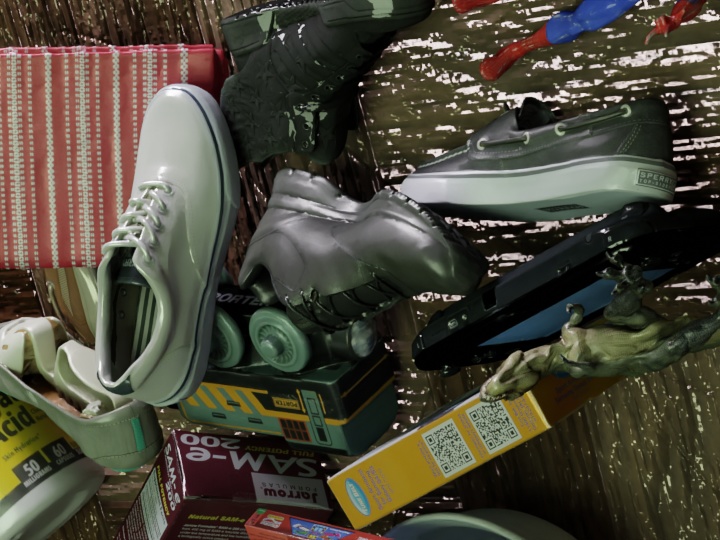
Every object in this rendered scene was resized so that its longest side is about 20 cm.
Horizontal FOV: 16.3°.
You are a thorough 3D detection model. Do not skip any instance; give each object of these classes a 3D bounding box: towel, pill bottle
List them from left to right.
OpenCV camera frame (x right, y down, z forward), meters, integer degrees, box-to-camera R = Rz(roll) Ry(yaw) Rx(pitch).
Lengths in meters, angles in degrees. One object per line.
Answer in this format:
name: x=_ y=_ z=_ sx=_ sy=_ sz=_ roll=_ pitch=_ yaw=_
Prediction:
pill bottle: x=-0.282 y=0.102 z=1.786 sx=0.200 sy=0.111 sz=0.111 roll=49 pitch=132 yaw=10
towel: x=-0.182 y=-0.072 z=1.605 sx=0.199 sy=0.022 sz=0.145 roll=0 pitch=104 yaw=2

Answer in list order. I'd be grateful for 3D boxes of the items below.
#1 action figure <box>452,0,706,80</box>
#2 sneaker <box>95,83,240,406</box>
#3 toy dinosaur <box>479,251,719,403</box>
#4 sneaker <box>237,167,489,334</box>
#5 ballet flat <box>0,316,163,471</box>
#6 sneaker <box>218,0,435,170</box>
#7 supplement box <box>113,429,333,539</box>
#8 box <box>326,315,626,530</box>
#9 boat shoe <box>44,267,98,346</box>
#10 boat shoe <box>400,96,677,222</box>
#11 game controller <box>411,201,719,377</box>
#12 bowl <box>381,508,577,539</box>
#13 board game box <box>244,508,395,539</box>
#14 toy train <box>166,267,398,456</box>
action figure: x=0.125 y=-0.150 z=1.358 sx=0.200 sy=0.099 sz=0.065 roll=-19 pitch=98 yaw=40
sneaker: x=-0.122 y=-0.017 z=1.545 sx=0.073 sy=0.071 sz=0.201 roll=1 pitch=87 yaw=31
toy dinosaur: x=0.161 y=0.032 z=1.357 sx=0.088 sy=0.199 sz=0.048 roll=100 pitch=164 yaw=-55
sneaker: x=0.000 y=0.000 z=1.486 sx=0.076 sy=0.091 sz=0.200 roll=37 pitch=166 yaw=-31
ballet flat: x=-0.199 y=0.064 z=1.680 sx=0.200 sy=0.067 sz=0.064 roll=33 pitch=142 yaw=42
sneaker: x=-0.021 y=-0.114 z=1.516 sx=0.199 sy=0.060 sz=0.105 roll=-4 pitch=105 yaw=45
supplement box: x=-0.108 y=0.196 z=1.682 sx=0.200 sy=0.108 sz=0.061 roll=-59 pitch=34 yaw=38
box: x=0.069 y=0.092 z=1.492 sx=0.200 sy=0.119 sz=0.042 roll=-30 pitch=89 yaw=42
boat shoe: x=-0.191 y=-0.040 z=1.676 sx=0.072 sy=0.076 sz=0.201 roll=6 pitch=111 yaw=39
boat shoe: x=0.100 y=-0.067 z=1.436 sx=0.200 sy=0.070 sz=0.067 roll=-5 pitch=77 yaw=52
game controller: x=0.120 y=0.013 z=1.427 sx=0.200 sy=0.104 sz=0.042 roll=-30 pitch=64 yaw=43
bowl: x=0.100 y=0.225 z=1.546 sx=0.201 sy=0.090 sz=0.202 roll=18 pitch=120 yaw=33
board game box: x=0.026 y=0.203 z=1.504 sx=0.199 sy=0.019 sz=0.103 roll=9 pitch=133 yaw=37
toy train: x=-0.066 y=0.056 z=1.615 sx=0.199 sy=0.085 sz=0.114 roll=4 pitch=121 yaw=38
